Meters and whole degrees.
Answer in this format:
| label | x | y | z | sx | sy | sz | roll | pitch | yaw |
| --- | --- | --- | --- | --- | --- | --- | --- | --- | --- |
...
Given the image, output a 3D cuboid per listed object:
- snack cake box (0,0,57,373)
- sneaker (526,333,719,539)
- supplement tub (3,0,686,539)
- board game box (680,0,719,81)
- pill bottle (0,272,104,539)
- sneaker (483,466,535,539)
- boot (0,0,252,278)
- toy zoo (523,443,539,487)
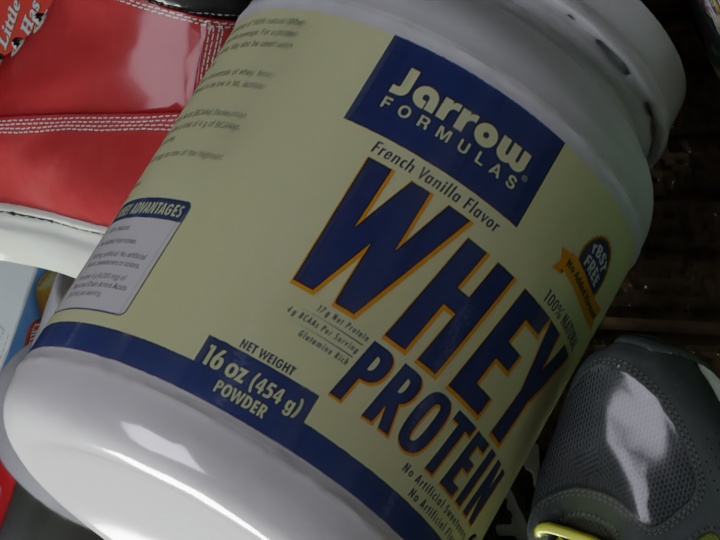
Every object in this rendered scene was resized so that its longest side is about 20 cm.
| label | x | y | z | sx | sy | sz | roll | pitch | yaw |
| --- | --- | --- | --- | --- | --- | --- | --- | --- | --- |
| snack cake box | -0.124 | -0.061 | 1.029 | 0.115 | 0.067 | 0.200 | 47 | 130 | 31 |
| sneaker | 0.066 | 0.118 | 0.743 | 0.074 | 0.084 | 0.201 | 7 | 94 | 44 |
| supplement tub | 0.000 | 0.000 | 0.794 | 0.145 | 0.145 | 0.200 | 11 | 63 | 45 |
| board game box | 0.126 | -0.056 | 0.755 | 0.105 | 0.023 | 0.201 | 100 | 146 | -76 |
| pill bottle | -0.097 | 0.094 | 1.004 | 0.114 | 0.114 | 0.201 | 44 | 128 | 31 |
| sneaker | 0.025 | 0.148 | 0.853 | 0.080 | 0.074 | 0.201 | -23 | 65 | 44 |
| boot | -0.108 | -0.075 | 0.918 | 0.199 | 0.072 | 0.145 | 9 | 100 | 42 |
| toy zoo | -0.015 | 0.111 | 0.928 | 0.131 | 0.020 | 0.201 | 11 | 115 | -1 |
